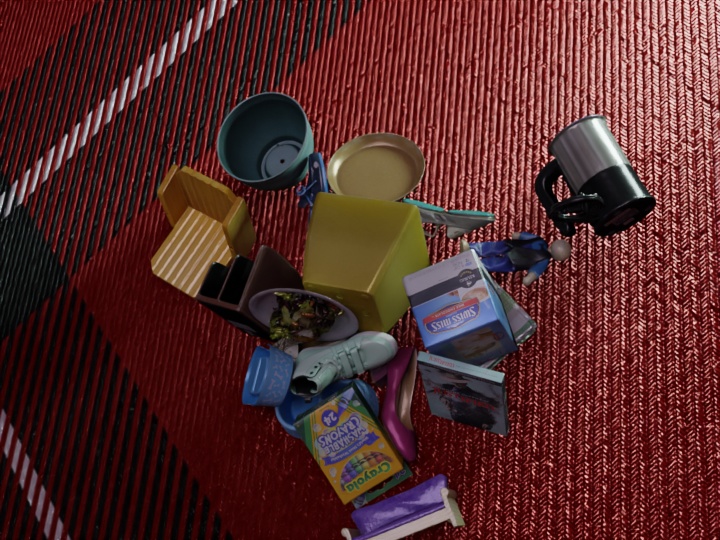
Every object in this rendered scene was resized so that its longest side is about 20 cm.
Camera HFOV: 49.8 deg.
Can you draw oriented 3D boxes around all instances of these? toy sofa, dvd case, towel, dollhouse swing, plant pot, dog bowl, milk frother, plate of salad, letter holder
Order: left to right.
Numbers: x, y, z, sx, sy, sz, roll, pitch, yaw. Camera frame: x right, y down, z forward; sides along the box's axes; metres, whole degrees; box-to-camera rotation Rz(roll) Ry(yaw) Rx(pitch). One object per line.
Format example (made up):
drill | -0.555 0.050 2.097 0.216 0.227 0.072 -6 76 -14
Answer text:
dollhouse swing | -0.352 -0.076 1.603 0.199 0.183 0.176 28 61 24
letter holder | -0.202 0.036 1.484 0.100 0.200 0.143 13 73 25
dog bowl | -0.169 0.196 1.416 0.049 0.200 0.113 17 77 -15
plant pot | -0.180 -0.249 1.617 0.198 0.134 0.202 -6 70 16
plate of salad | -0.102 0.089 1.365 0.198 0.201 0.048 1 59 19
dog bowl | -0.068 0.253 1.440 0.198 0.050 0.113 -3 70 17
plant pot | 0.000 0.000 1.405 0.198 0.201 0.177 9 55 21
plant pot | 0.031 -0.198 1.559 0.198 0.028 0.202 -4 53 6
toy sofa | 0.070 0.423 1.323 0.198 0.083 0.098 -25 67 9
dvd case | 0.175 0.209 1.301 0.145 0.201 0.022 14 57 22
towel | 0.207 0.079 1.429 0.149 0.031 0.200 -40 64 1
milk frother | 0.391 -0.168 1.363 0.179 0.200 0.189 -29 64 11

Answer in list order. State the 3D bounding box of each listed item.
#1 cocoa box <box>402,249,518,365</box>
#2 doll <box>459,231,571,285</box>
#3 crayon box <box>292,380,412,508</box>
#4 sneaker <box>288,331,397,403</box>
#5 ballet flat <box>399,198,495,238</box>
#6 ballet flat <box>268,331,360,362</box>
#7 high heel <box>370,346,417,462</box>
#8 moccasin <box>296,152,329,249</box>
cocoa box | 0.174 0.076 1.317 0.132 0.200 0.132 -22 64 12
doll | 0.285 -0.026 1.409 0.198 0.049 0.137 -5 43 -4
crayon box | -0.011 0.314 1.356 0.125 0.052 0.201 -33 94 6
sneaker | -0.032 0.175 1.367 0.199 0.118 0.074 -15 112 19
ballet flat | 0.162 -0.093 1.496 0.198 0.067 0.064 12 103 22
ballet flat | -0.087 0.148 1.475 0.198 0.068 0.076 -19 32 9
high heel | 0.084 0.235 1.390 0.096 0.067 0.201 -30 61 18
moccasin | -0.095 -0.133 1.546 0.067 0.080 0.202 -5 89 1
